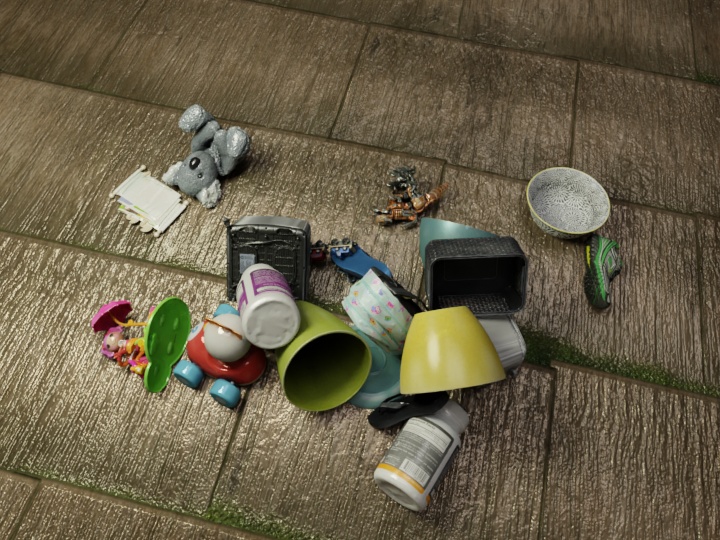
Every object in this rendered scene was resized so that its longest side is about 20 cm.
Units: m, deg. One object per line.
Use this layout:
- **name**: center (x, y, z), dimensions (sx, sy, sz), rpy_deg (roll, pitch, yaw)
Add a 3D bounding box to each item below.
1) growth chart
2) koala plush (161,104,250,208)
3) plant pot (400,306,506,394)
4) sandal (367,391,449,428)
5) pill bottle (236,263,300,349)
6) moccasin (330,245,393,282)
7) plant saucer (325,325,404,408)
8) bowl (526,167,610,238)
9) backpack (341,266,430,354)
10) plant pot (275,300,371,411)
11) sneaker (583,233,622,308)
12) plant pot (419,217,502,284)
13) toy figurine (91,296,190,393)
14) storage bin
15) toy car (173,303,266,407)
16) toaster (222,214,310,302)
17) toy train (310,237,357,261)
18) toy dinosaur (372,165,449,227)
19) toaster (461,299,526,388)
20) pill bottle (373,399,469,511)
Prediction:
- **growth chart**: center (-0.529, -0.172, 1.584), dimensions (0.199, 0.018, 0.145), rpy_deg (35, 64, 18)
- **koala plush**: center (-0.383, -0.267, 1.587), dimensions (0.176, 0.184, 0.201), rpy_deg (28, 81, 1)
- **plant pot**: center (0.163, 0.146, 1.201), dimensions (0.198, 0.200, 0.143), rpy_deg (-7, 82, -7)
- **sandal**: center (0.089, 0.259, 1.252), dimensions (0.043, 0.199, 0.076), rpy_deg (55, 40, -8)
- **pill bottle**: center (-0.187, 0.062, 1.259), dimensions (0.111, 0.113, 0.200), rpy_deg (-13, 26, -10)
- **moccasin**: center (0.000, 0.000, 1.462), dimensions (0.080, 0.068, 0.200), rpy_deg (-41, 44, -10)
- **plant saucer**: center (0.023, 0.196, 1.369), dimensions (0.198, 0.028, 0.202), rpy_deg (1, 57, -1)
- **bowl**: center (0.496, -0.146, 1.562), dimensions (0.199, 0.094, 0.202), rpy_deg (1, 58, -1)
- **backpack**: center (0.056, 0.086, 1.297), dimensions (0.127, 0.200, 0.167), rpy_deg (-48, 50, -1)
- **plant pot**: center (-0.100, 0.150, 1.306), dimensions (0.186, 0.188, 0.200), rpy_deg (-21, 35, -14)
- **sneaker**: center (0.572, 0.000, 1.483), dimensions (0.084, 0.078, 0.201), rpy_deg (11, 58, 4)
- **plant pot**: center (0.217, -0.029, 1.440), dimensions (0.198, 0.200, 0.136), rpy_deg (15, 91, 7)
- **toy figurine**: center (-0.484, 0.141, 1.348), dimensions (0.182, 0.150, 0.202), rpy_deg (9, 82, 19)
- **storage bin**: center (0.236, 0.012, 1.319), dimensions (0.198, 0.136, 0.094), rpy_deg (-3, 25, -1)
- **toy car**: center (-0.281, 0.139, 1.290), dimensions (0.176, 0.201, 0.185), rpy_deg (24, 60, 13)
- **toaster**: center (-0.203, -0.030, 1.405), dimensions (0.179, 0.202, 0.119), rpy_deg (2, 17, 0)
- **toy train**: center (-0.100, -0.044, 1.475), dimensions (0.198, 0.034, 0.046), rpy_deg (-6, 66, 21)
- **toy dinosaur**: center (0.122, -0.179, 1.588), dimensions (0.199, 0.102, 0.137), rpy_deg (-15, 73, -32)
- **toaster**: center (0.262, 0.146, 1.361), dimensions (0.128, 0.114, 0.201), rpy_deg (-12, 57, -14)
- **pill bottle**: center (0.122, 0.346, 1.226), dimensions (0.116, 0.117, 0.200), rpy_deg (30, 61, 16)
